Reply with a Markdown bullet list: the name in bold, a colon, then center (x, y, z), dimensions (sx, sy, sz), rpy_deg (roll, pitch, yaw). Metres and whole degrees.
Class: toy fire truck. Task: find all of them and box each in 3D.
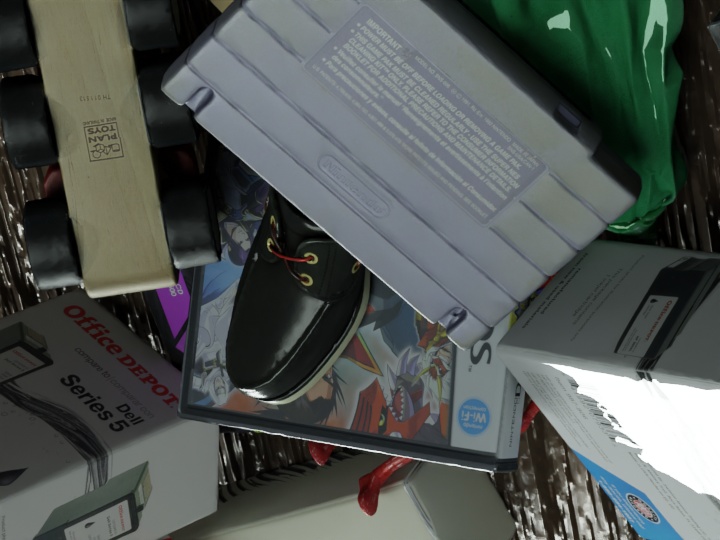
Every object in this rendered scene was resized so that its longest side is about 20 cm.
- **toy fire truck**: center (-0.145, -0.095, 1.368), dimensions (0.128, 0.200, 0.177), rpy_deg (-9, 109, 3)

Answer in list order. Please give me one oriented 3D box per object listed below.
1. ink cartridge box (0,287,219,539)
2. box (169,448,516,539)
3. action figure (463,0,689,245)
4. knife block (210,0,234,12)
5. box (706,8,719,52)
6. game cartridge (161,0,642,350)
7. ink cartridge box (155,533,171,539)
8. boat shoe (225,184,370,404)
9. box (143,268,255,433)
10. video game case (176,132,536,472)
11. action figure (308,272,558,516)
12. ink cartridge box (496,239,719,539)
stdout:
- **ink cartridge box**: center (-0.198, 0.105, 1.465), dimensions (0.145, 0.199, 0.084), rpy_deg (37, 137, 38)
- **box**: center (-0.016, 0.154, 1.497), dimensions (0.199, 0.068, 0.082), rpy_deg (-17, 110, 38)
- **action figure**: center (0.113, -0.089, 1.253), dimensions (0.118, 0.055, 0.201), rpy_deg (-11, 124, 10)
- **knife block**: center (-0.024, -0.201, 1.267), dimensions (0.200, 0.064, 0.176), rpy_deg (45, 132, -2)
- **box**: center (0.281, -0.086, 1.140), dimensions (0.199, 0.086, 0.164), rpy_deg (-19, 110, 39)
- **game cartridge**: center (0.021, -0.067, 1.227), dimensions (0.200, 0.038, 0.130), rpy_deg (41, 115, -13)
- **ink cartridge box**: center (-0.156, 0.184, 1.535), dimensions (0.200, 0.067, 0.117), rpy_deg (51, 147, 46)
- **boat shoe**: center (-0.023, -0.024, 1.313), dimensions (0.074, 0.063, 0.202), rpy_deg (35, 107, 27)
- **box**: center (-0.025, 0.022, 1.435), dimensions (0.199, 0.036, 0.144), rpy_deg (-5, 117, 31)
- **video game case**: center (0.000, 0.000, 1.347), dimensions (0.199, 0.025, 0.182), rpy_deg (7, 92, 31)
- **action figure**: center (0.066, 0.054, 1.362), dimensions (0.200, 0.052, 0.065), rpy_deg (-38, 103, 16)
- **ink cartridge box**: center (0.183, 0.068, 1.241), dimensions (0.145, 0.084, 0.200), rpy_deg (51, 158, -26)
